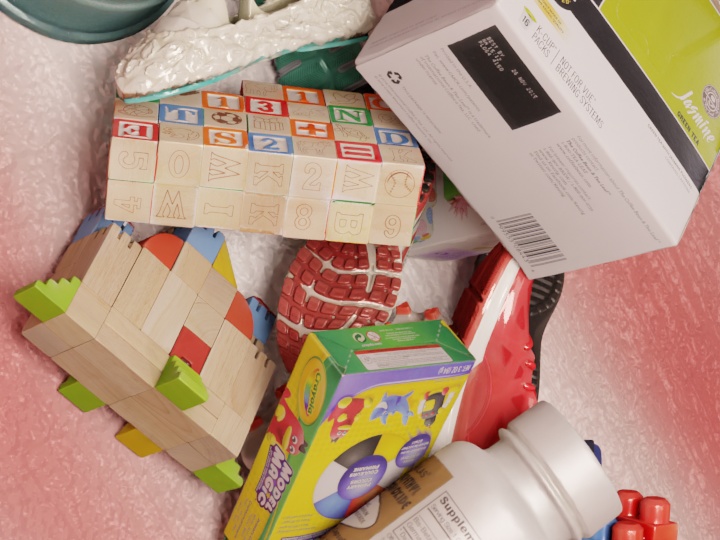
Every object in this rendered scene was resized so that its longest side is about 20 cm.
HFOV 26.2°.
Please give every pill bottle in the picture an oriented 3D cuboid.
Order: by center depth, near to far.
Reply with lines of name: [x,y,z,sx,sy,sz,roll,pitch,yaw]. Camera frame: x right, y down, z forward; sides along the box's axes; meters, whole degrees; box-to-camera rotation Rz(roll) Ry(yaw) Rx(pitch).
pill bottle: [0.064,0.177,0.997,0.199,0.114,0.115,-35,106,-5]

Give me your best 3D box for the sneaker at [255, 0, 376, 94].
sneaker: [-0.030,-0.187,1.121,0.201,0.074,0.088,64,33,-21]

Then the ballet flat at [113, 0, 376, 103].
ballet flat: [-0.080,-0.163,1.010,0.199,0.072,0.073,-20,95,-31]

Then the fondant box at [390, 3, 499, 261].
fondant box: [0.088,-0.117,1.151,0.058,0.144,0.203,8,78,-38]

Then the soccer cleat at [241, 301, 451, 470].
soccer cleat: [0.000,0.098,1.099,0.199,0.069,0.078,-35,121,-34]

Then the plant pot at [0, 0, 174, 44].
plant pot: [-0.139,-0.265,0.967,0.199,0.195,0.203,8,77,-37]

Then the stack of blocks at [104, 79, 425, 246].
stack of blocks: [-0.065,-0.076,1.015,0.197,0.116,0.059,5,118,-10]

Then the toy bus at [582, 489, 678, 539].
toy bus: [0.210,0.265,1.123,0.135,0.199,0.194,4,96,-36]

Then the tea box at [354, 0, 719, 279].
tea box: [0.136,-0.140,1.009,0.200,0.133,0.197,49,53,-22]

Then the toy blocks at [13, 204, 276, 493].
toy blocks: [-0.124,0.028,1.007,0.200,0.099,0.138,43,48,-25]

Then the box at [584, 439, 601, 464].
box: [0.130,0.193,1.205,0.198,0.032,0.123,5,79,-38]

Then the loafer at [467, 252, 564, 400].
loafer: [0.103,0.043,1.191,0.072,0.071,0.201,27,51,-11]

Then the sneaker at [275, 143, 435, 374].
sneaker: [0.000,0.000,1.094,0.077,0.083,0.201,24,55,8]

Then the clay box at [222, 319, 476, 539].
clay box: [-0.013,0.127,1.016,0.114,0.048,0.201,-4,129,-39]

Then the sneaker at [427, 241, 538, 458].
sneaker: [0.111,0.085,1.081,0.114,0.078,0.202,20,101,-6]
